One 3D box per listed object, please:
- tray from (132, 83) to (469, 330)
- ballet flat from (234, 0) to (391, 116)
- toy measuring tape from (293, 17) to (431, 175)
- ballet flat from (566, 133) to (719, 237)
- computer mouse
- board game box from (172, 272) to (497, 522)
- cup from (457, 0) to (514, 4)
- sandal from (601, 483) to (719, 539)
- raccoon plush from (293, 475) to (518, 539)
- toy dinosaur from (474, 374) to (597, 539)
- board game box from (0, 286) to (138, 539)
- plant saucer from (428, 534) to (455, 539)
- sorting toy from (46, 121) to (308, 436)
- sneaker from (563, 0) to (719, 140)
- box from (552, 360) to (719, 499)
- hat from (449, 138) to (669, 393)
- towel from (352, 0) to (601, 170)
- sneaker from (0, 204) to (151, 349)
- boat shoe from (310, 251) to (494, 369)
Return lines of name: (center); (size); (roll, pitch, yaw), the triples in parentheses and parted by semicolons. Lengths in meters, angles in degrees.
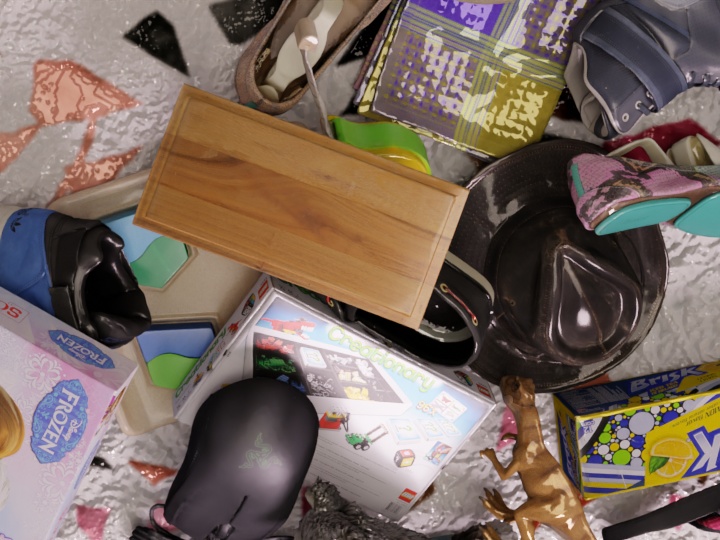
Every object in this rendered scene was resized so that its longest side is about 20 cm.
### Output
tray: (-0.039, -0.042, 1.078); (0.200, 0.037, 0.099); (20, 90, 2)
ballet flat: (-0.014, -0.187, 1.118); (0.068, 0.067, 0.200); (32, 96, -9)
toy measuring tape: (0.008, -0.095, 1.124); (0.074, 0.074, 0.200); (-20, 135, -5)
ballet flat: (0.226, -0.063, 1.180); (0.200, 0.069, 0.071); (-1, 64, -39)
computer mouse: (-0.083, 0.161, 1.160); (0.138, 0.053, 0.200); (10, 129, -11)
board game box: (-0.018, 0.093, 1.178); (0.200, 0.035, 0.126); (29, 111, -24)
cup: (0.105, -0.281, 1.051); (0.200, 0.143, 0.200); (0, 91, -20)
sandal: (0.283, 0.184, 1.245); (0.200, 0.075, 0.045); (-24, 75, 17)
raccoon plush: (0.027, 0.188, 1.182); (0.200, 0.097, 0.134); (-33, 138, -36)
toy dinosaur: (0.141, 0.174, 1.191); (0.106, 0.060, 0.200); (-33, 89, 30)
board game box: (-0.275, 0.096, 1.097); (0.199, 0.041, 0.200); (29, 119, 2)
plant saucer: (0.073, 0.305, 1.277); (0.200, 0.036, 0.200); (-3, 104, -10)
sorting toy: (-0.104, 0.009, 1.169); (0.200, 0.036, 0.185); (-19, 106, -5)
sneaker: (0.239, -0.129, 1.168); (0.202, 0.077, 0.146); (40, 86, -13)
box: (0.253, 0.114, 1.246); (0.200, 0.064, 0.070); (-10, 106, -7)
hat: (0.147, 0.011, 1.184); (0.200, 0.081, 0.201); (-4, 110, -12)
towel: (0.095, -0.178, 1.165); (0.144, 0.023, 0.200); (23, 99, -14)
sneaker: (-0.199, 0.056, 1.120); (0.111, 0.077, 0.200); (7, 107, 24)
boat shoe: (0.001, -0.002, 1.122); (0.201, 0.063, 0.074); (30, 128, -11)
